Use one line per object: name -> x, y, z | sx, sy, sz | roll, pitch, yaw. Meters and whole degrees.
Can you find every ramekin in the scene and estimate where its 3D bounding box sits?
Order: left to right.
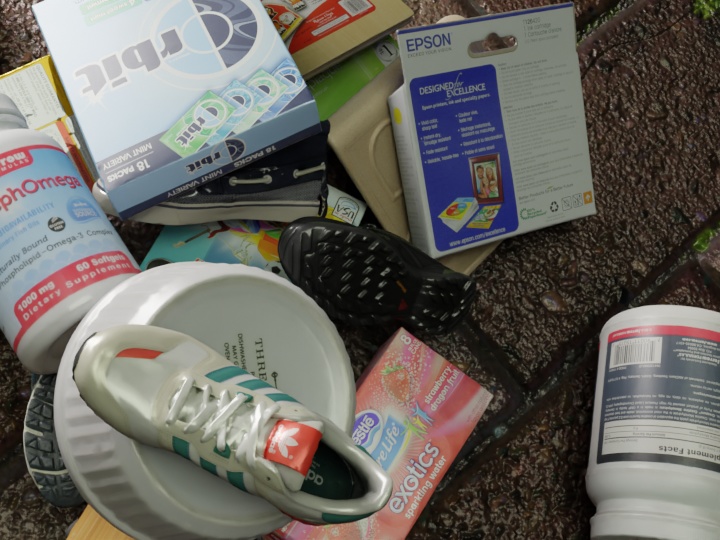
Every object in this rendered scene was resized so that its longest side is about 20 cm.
ramekin -> -0.094, 0.087, 0.669 | 0.201, 0.094, 0.205 | 6, 78, -27

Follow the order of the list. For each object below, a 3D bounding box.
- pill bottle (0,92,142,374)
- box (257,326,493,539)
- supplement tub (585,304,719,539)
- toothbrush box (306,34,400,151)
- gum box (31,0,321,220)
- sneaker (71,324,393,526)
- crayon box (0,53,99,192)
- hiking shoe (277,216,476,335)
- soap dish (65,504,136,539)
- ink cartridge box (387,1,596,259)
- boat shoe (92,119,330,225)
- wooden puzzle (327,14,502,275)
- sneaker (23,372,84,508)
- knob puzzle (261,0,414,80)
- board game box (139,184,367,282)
pill bottle -> -0.248, -0.032, 0.752 | 0.108, 0.109, 0.201 | -31, 76, -21
box -> 0.009, 0.161, 0.837 | 0.102, 0.095, 0.200 | 36, 67, 2
supplement tub -> 0.272, 0.144, 0.881 | 0.139, 0.140, 0.202 | 14, 69, -8
toothbrush box -> -0.072, -0.215, 0.957 | 0.145, 0.086, 0.200 | -36, 81, -22
gum box -> -0.147, -0.160, 0.791 | 0.169, 0.045, 0.201 | -24, 64, -7
sneaker -> -0.065, 0.087, 0.577 | 0.199, 0.093, 0.071 | 34, 66, -19
crayon box -> -0.229, -0.132, 0.876 | 0.199, 0.052, 0.127 | -28, 101, -13
hiking shoe -> 0.000, 0.000, 0.829 | 0.199, 0.100, 0.076 | 22, 97, -40
soap dish -> -0.135, 0.167, 0.776 | 0.081, 0.158, 0.201 | 24, 66, 14
ink cartridge box -> 0.122, -0.129, 0.922 | 0.196, 0.047, 0.202 | -15, 100, -26
boat shoe -> -0.116, -0.092, 0.818 | 0.198, 0.075, 0.094 | -3, 116, -28
wooden puzzle -> 0.074, -0.106, 0.948 | 0.185, 0.046, 0.201 | -44, 113, -19
sneaker -> -0.229, 0.094, 0.809 | 0.077, 0.086, 0.202 | 4, 61, -19
knob puzzle -> -0.082, -0.247, 0.899 | 0.217, 0.031, 0.221 | 6, 58, -9
board game box -> -0.095, -0.011, 0.870 | 0.150, 0.047, 0.201 | 25, 50, -3
